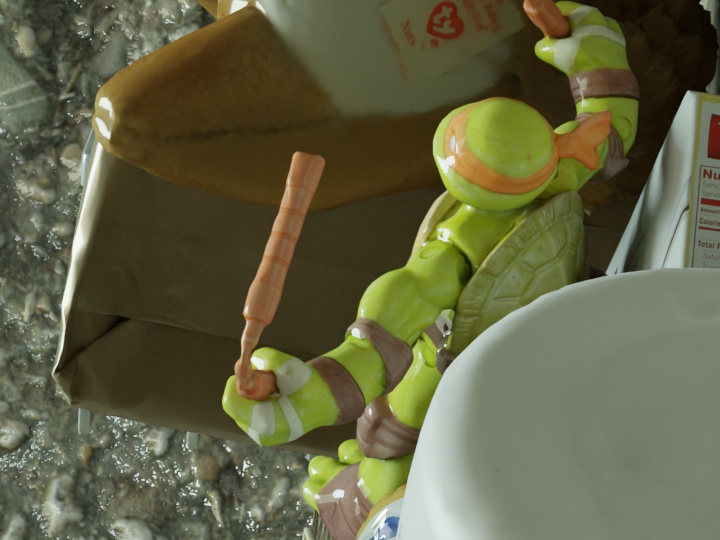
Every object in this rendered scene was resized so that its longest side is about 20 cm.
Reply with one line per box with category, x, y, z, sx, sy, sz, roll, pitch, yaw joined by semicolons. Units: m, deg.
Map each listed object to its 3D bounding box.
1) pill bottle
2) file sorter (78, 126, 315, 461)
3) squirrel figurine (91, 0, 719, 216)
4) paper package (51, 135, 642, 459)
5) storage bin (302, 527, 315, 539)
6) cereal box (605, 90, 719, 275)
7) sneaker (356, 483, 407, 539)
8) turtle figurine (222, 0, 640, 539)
pill bottle;0.049;0.109;0.447;0.111;0.111;0.200;-86;5;-54
file sorter;-0.014;0.005;1.096;0.139;0.199;0.125;-93;10;-75
squirrel figurine;0.014;-0.105;0.808;0.142;0.200;0.187;-62;26;19
paper package;0.000;0.000;0.904;0.200;0.190;0.104;-123;45;-83
storage bin;0.013;0.210;1.012;0.199;0.093;0.201;-162;81;-86
cereal box;0.077;0.074;0.670;0.144;0.039;0.201;103;175;-69
sneaker;0.010;0.147;0.710;0.088;0.075;0.200;-81;-2;-46
turtle figurine;0.036;0.001;0.698;0.200;0.064;0.161;-49;-20;-33
